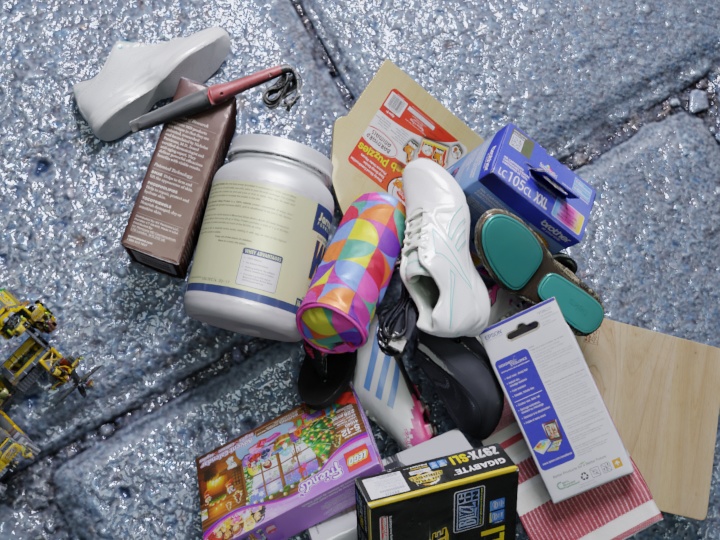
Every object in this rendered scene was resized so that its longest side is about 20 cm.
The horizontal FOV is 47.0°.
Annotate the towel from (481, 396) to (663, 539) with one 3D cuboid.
[{"bbox_3d":[0.226,0.217,0.933,0.143,0.023,0.203,-32,65,13],"label":"towel"}]

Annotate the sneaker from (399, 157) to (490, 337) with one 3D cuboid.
[{"bbox_3d":[0.078,-0.026,0.884,0.079,0.070,0.205,-5,74,-38],"label":"sneaker"}]

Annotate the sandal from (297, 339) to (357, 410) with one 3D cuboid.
[{"bbox_3d":[-0.032,0.062,0.944,0.045,0.074,0.203,47,49,-40],"label":"sandal"}]

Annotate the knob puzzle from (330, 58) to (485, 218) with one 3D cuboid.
[{"bbox_3d":[0.043,-0.122,1.021,0.214,0.030,0.226,0,92,-18],"label":"knob puzzle"}]

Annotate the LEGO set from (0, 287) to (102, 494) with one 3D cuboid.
[{"bbox_3d":[-0.370,0.133,0.853,0.115,0.155,0.200,32,63,25],"label":"LEGO set"}]

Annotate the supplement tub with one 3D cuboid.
[{"bbox_3d":[-0.108,-0.034,0.929,0.142,0.145,0.205,13,79,-7],"label":"supplement tub"}]

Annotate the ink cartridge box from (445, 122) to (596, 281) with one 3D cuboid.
[{"bbox_3d":[0.168,-0.076,0.937,0.135,0.199,0.077,33,60,-15],"label":"ink cartridge box"}]

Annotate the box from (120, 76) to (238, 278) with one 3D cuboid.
[{"bbox_3d":[-0.204,-0.103,0.947,0.073,0.100,0.204,20,78,-5],"label":"box"}]

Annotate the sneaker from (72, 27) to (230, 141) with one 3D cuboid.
[{"bbox_3d":[-0.251,-0.245,0.982,0.198,0.075,0.089,-35,76,-12],"label":"sneaker"}]

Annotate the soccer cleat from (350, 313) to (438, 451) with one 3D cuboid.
[{"bbox_3d":[0.031,0.153,0.970,0.085,0.070,0.204,-22,85,8],"label":"soccer cleat"}]

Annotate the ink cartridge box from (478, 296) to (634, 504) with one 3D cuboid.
[{"bbox_3d":[0.210,0.139,0.896,0.093,0.037,0.203,-25,88,15],"label":"ink cartridge box"}]

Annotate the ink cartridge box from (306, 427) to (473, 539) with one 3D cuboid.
[{"bbox_3d":[0.047,0.283,0.899,0.196,0.084,0.148,-20,118,-10],"label":"ink cartridge box"}]

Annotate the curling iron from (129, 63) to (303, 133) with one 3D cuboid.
[{"bbox_3d":[-0.155,-0.183,0.903,0.196,0.026,0.051,-15,80,-10],"label":"curling iron"}]

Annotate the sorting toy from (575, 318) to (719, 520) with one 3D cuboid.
[{"bbox_3d":[0.325,0.176,1.005,0.194,0.070,0.205,14,79,-7],"label":"sorting toy"}]

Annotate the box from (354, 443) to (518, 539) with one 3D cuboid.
[{"bbox_3d":[0.077,0.284,0.835,0.156,0.049,0.204,-10,116,-17],"label":"box"}]

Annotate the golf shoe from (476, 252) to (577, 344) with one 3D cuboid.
[{"bbox_3d":[0.177,0.047,0.991,0.200,0.092,0.073,-44,92,-11],"label":"golf shoe"}]

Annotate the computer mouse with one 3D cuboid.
[{"bbox_3d":[0.104,0.099,0.911,0.201,0.052,0.139,52,34,-16],"label":"computer mouse"}]

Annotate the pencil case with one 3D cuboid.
[{"bbox_3d":[0.000,0.000,0.910,0.087,0.089,0.202,31,49,-3],"label":"pencil case"}]

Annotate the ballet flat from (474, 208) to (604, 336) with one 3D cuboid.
[{"bbox_3d":[0.185,0.001,0.909,0.199,0.075,0.068,37,93,-21],"label":"ballet flat"}]

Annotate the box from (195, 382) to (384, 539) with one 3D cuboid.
[{"bbox_3d":[-0.077,0.214,0.882,0.197,0.138,0.040,-27,124,0],"label":"box"}]
